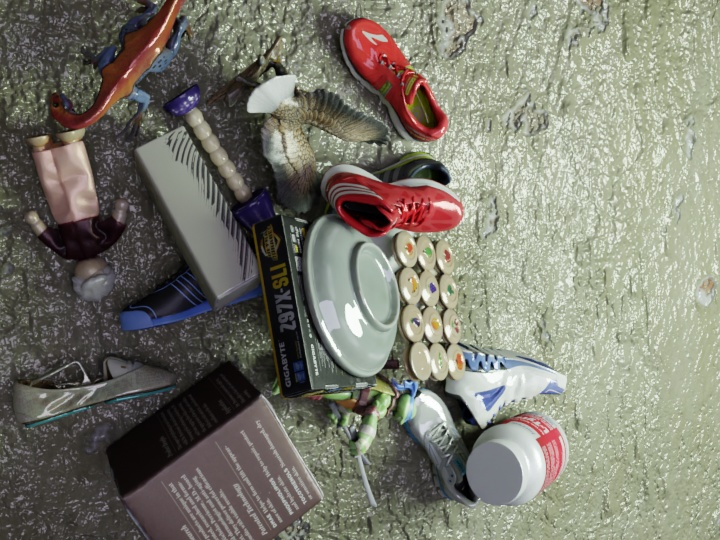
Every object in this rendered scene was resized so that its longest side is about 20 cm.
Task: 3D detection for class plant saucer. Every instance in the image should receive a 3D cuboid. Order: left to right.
[{"bbox_3d":[0.003,0.024,0.971,0.200,0.049,0.205,40,42,-48],"label":"plant saucer"}]

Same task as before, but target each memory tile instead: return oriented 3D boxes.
[{"bbox_3d":[0.097,0.050,1.107,0.152,0.017,0.206,10,71,-52],"label":"memory tile"}]

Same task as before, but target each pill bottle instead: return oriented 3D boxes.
[{"bbox_3d":[0.227,0.275,1.168,0.199,0.110,0.115,1,100,-61],"label":"pill bottle"}]

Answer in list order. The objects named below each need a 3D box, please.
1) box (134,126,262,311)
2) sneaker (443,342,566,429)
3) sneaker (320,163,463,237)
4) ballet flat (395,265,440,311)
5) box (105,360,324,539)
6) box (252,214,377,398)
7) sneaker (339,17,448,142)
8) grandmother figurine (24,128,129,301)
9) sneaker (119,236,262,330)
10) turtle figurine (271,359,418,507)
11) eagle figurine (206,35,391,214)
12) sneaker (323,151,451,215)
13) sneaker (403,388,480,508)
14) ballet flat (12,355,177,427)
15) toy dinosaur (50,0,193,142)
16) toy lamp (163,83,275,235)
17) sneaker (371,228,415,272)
[{"bbox_3d":[-0.193,-0.060,0.956,0.067,0.082,0.203,-29,86,-18],"label":"box"},{"bbox_3d":[0.204,0.181,1.217,0.195,0.080,0.118,12,97,-18],"label":"sneaker"},{"bbox_3d":[0.049,-0.066,1.004,0.195,0.116,0.080,7,119,-16],"label":"sneaker"},{"bbox_3d":[0.049,0.055,1.129,0.199,0.069,0.070,-38,111,-14],"label":"ballet flat"},{"bbox_3d":[-0.183,0.252,1.000,0.198,0.165,0.167,-35,111,-15],"label":"box"},{"bbox_3d":[-0.052,0.045,0.958,0.159,0.048,0.205,11,66,-63],"label":"box"},{"bbox_3d":[0.054,-0.258,1.072,0.077,0.085,0.200,-47,113,-11],"label":"sneaker"},{"bbox_3d":[-0.331,-0.061,0.950,0.118,0.061,0.205,-7,105,6],"label":"grandmother figurine"},{"bbox_3d":[-0.212,0.017,1.012,0.196,0.070,0.080,-17,91,-21],"label":"sneaker"},{"bbox_3d":[-0.033,0.200,1.067,0.190,0.145,0.203,25,118,-6],"label":"turtle figurine"},{"bbox_3d":[-0.070,-0.184,1.009,0.201,0.150,0.152,50,58,-17],"label":"eagle figurine"},{"bbox_3d":[0.038,-0.103,1.090,0.198,0.081,0.075,-33,109,-16],"label":"sneaker"},{"bbox_3d":[0.131,0.265,1.187,0.074,0.086,0.203,-33,108,-14],"label":"sneaker"},{"bbox_3d":[-0.322,0.136,0.979,0.195,0.067,0.064,-13,94,-22],"label":"ballet flat"},{"bbox_3d":[-0.271,-0.239,0.902,0.104,0.200,0.184,34,52,-9],"label":"toy dinosaur"},{"bbox_3d":[-0.169,-0.133,1.008,0.058,0.058,0.203,-35,110,-15],"label":"toy lamp"},{"bbox_3d":[0.000,0.000,1.095,0.197,0.071,0.074,-30,109,-17],"label":"sneaker"}]
